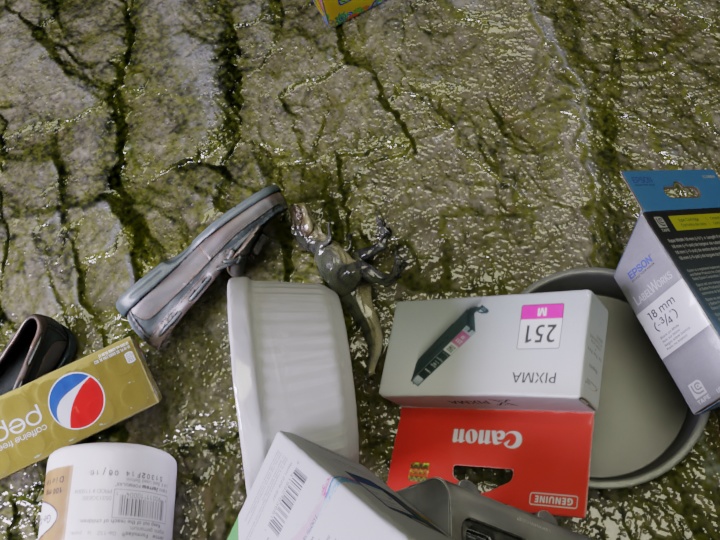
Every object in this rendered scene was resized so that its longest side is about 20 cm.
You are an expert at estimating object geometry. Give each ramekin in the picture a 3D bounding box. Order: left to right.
[{"bbox_3d":[-0.057,0.102,0.750,0.093,0.203,0.205,-6,64,-7],"label":"ramekin"}]

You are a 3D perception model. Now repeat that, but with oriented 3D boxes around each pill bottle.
[{"bbox_3d":[-0.218,0.258,0.744,0.112,0.115,0.203,-4,65,7],"label":"pill bottle"}]

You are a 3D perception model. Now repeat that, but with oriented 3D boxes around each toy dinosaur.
[{"bbox_3d":[0.000,0.000,0.858,0.088,0.047,0.201,-37,59,12],"label":"toy dinosaur"}]

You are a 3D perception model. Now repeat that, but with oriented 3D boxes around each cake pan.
[{"bbox_3d":[0.210,0.096,0.789,0.197,0.037,0.203,-4,65,8],"label":"cake pan"}]

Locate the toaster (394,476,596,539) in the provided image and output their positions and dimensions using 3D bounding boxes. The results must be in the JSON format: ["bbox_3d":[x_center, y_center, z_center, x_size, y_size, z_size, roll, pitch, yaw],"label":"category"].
[{"bbox_3d":[0.090,0.264,0.628,0.179,0.118,0.202,26,46,-24],"label":"toaster"}]

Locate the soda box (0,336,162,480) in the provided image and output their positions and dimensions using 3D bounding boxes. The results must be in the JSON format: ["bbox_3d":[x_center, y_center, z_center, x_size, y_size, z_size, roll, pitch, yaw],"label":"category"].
[{"bbox_3d":[-0.286,0.132,0.802,0.198,0.064,0.069,-25,91,-11],"label":"soda box"}]

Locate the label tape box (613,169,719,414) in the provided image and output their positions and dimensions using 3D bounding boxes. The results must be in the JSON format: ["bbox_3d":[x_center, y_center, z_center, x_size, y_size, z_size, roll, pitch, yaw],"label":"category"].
[{"bbox_3d":[0.298,0.011,0.762,0.142,0.063,0.202,-4,59,-36],"label":"label tape box"}]

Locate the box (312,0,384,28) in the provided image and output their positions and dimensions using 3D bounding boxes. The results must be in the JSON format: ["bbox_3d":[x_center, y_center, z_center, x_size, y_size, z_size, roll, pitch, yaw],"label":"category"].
[{"bbox_3d":[-0.005,-0.425,1.011,0.191,0.122,0.202,-27,64,-4],"label":"box"}]

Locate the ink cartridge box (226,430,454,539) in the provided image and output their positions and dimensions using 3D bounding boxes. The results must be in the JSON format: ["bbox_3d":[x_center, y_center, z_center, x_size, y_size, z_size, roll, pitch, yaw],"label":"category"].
[{"bbox_3d":[-0.017,0.213,0.575,0.147,0.087,0.199,-64,26,-5],"label":"ink cartridge box"}]

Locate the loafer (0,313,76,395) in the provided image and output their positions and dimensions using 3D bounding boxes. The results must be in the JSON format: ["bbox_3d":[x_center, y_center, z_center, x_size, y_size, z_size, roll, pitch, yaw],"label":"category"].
[{"bbox_3d":[-0.357,0.130,0.852,0.071,0.063,0.202,24,72,20],"label":"loafer"}]

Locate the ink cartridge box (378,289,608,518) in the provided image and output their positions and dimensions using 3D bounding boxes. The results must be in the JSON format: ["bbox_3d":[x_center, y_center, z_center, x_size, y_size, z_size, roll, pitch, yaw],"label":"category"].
[{"bbox_3d":[0.104,0.110,0.754,0.198,0.043,0.176,-5,61,37],"label":"ink cartridge box"}]

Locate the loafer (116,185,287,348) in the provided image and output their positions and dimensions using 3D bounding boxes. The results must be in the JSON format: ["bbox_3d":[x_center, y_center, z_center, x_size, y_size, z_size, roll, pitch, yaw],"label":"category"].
[{"bbox_3d":[-0.147,-0.003,0.877,0.199,0.072,0.063,-37,87,-1],"label":"loafer"}]
